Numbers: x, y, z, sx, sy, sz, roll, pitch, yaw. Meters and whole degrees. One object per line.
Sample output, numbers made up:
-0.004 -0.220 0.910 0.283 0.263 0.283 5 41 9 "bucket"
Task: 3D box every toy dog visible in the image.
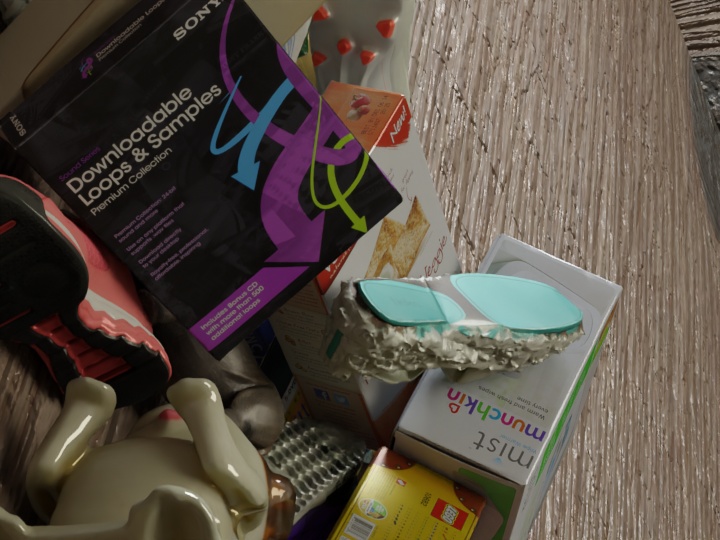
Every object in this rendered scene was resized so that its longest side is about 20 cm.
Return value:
-0.099 0.144 1.211 0.200 0.138 0.195 -62 134 -66 "toy dog"

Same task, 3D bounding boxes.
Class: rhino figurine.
-0.111 0.032 1.370 0.087 0.060 0.201 -10 68 -58 "rhino figurine"

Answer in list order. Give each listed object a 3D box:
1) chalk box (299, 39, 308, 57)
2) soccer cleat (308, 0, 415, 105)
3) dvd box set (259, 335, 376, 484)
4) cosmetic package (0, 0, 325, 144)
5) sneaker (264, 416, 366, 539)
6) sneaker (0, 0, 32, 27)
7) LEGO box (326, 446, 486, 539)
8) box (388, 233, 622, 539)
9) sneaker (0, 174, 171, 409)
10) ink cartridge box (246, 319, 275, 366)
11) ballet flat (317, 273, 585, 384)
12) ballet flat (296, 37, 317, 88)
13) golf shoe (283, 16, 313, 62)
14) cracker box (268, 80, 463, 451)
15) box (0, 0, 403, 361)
-0.128 -0.222 1.438 0.200 0.123 0.126 54 27 -47 "chalk box"
0.003 -0.134 1.510 0.078 0.069 0.202 -46 147 -57 "soccer cleat"
-0.013 0.113 1.552 0.147 0.029 0.201 -64 144 -31 "dvd box set"
-0.110 -0.136 1.262 0.103 0.200 0.073 39 7 -33 "cosmetic package"
-0.065 0.166 1.396 0.200 0.069 0.100 -23 134 -54 "sneaker"
-0.196 -0.169 1.314 0.099 0.074 0.202 -22 97 -52 "sneaker"
-0.007 0.222 1.367 0.150 0.077 0.200 -67 175 29 "LEGO box"
0.082 0.111 1.528 0.201 0.096 0.177 101 15 -52 "box"
-0.173 -0.001 1.249 0.200 0.073 0.087 57 12 -52 "sneaker"
-0.083 -0.011 1.536 0.201 0.042 0.120 -82 150 -47 "ink cartridge box"
0.050 0.038 1.403 0.199 0.072 0.072 4 70 -43 "ballet flat"
-0.052 -0.108 1.554 0.201 0.068 0.063 65 34 -17 "ballet flat"
-0.061 -0.175 1.367 0.097 0.078 0.202 -17 127 -63 "golf shoe"
0.000 0.000 1.442 0.134 0.057 0.201 -60 148 -29 "cracker box"
-0.082 -0.058 1.253 0.200 0.143 0.036 48 1 -39 "box"
